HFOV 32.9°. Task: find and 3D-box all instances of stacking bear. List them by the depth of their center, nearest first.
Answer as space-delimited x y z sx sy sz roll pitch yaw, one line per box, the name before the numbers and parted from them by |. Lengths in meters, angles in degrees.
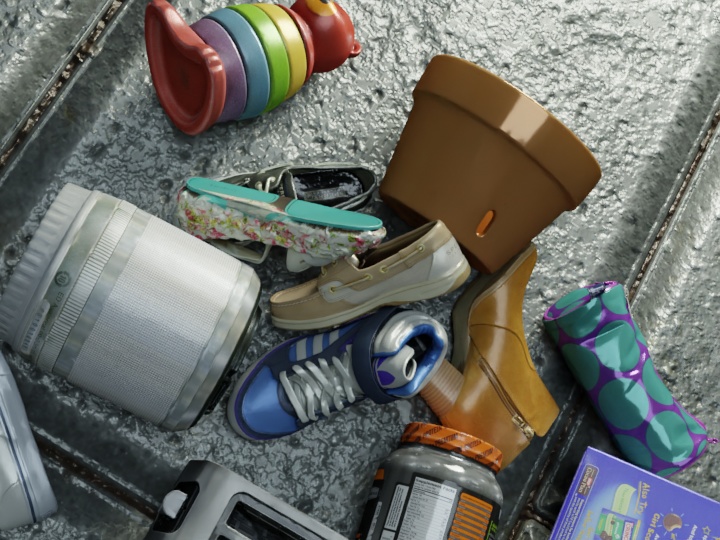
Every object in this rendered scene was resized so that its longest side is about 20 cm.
stacking bear | -0.092 -0.211 1.171 0.199 0.114 0.122 -24 56 -30

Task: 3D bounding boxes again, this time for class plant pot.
plant pot | 0.111 -0.090 1.172 0.200 0.200 0.140 35 87 -7

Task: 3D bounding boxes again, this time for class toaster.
toaster | -0.108 0.285 1.050 0.199 0.119 0.182 32 72 -7

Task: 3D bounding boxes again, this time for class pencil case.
pencil case | 0.267 0.108 1.222 0.092 0.085 0.201 -29 88 -3

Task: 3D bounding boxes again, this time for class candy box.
candy box | 0.274 0.287 1.149 0.199 0.077 0.170 23 77 14

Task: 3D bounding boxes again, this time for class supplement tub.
supplement tub | 0.057 0.248 1.107 0.122 0.123 0.201 23 72 -11

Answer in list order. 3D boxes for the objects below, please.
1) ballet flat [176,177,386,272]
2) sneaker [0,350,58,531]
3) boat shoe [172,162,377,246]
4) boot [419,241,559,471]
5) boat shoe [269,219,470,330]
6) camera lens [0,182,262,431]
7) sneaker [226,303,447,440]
ballet flat | -0.074 -0.035 1.096 0.199 0.076 0.064 14 110 16
sneaker | -0.325 0.128 1.044 0.070 0.073 0.201 -20 85 -23
boat shoe | -0.081 -0.070 1.165 0.199 0.064 0.071 -14 82 -18
boot | 0.149 0.086 1.206 0.144 0.071 0.201 43 73 -11
boat shoe | 0.000 0.000 1.125 0.199 0.074 0.070 -16 110 19
camera lens | -0.196 0.034 1.056 0.199 0.160 0.161 28 72 -10
sneaker | -0.015 0.093 1.101 0.199 0.146 0.081 -26 98 -22
